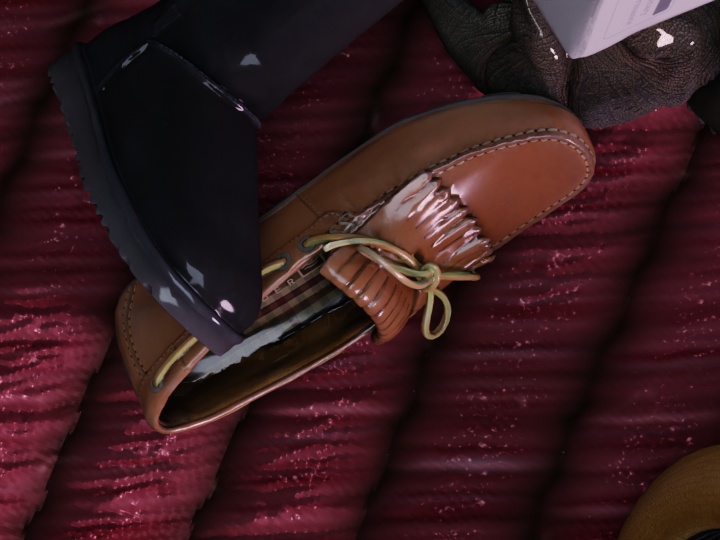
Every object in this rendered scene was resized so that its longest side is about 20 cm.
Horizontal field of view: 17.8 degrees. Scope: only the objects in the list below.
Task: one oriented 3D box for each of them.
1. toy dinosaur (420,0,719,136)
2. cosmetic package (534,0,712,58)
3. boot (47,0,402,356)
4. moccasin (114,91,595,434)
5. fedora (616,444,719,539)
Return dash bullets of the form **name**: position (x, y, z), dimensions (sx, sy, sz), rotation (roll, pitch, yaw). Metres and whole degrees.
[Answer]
- **toy dinosaur**: position (0.085, -0.089, 0.880), dimensions (0.199, 0.077, 0.103), rotation (-5, 125, 16)
- **cosmetic package**: position (0.120, -0.212, 0.785), dimensions (0.199, 0.123, 0.200), rotation (-23, 69, -20)
- **boot**: position (-0.013, -0.086, 0.849), dimensions (0.200, 0.066, 0.165), rotation (-37, 51, 9)
- **moccasin**: position (-0.001, -0.001, 0.880), dimensions (0.201, 0.074, 0.078), rotation (-25, 46, 3)
- **fedora**: position (0.162, 0.162, 0.858), dimensions (0.081, 0.200, 0.202), rotation (-2, 92, -28)
